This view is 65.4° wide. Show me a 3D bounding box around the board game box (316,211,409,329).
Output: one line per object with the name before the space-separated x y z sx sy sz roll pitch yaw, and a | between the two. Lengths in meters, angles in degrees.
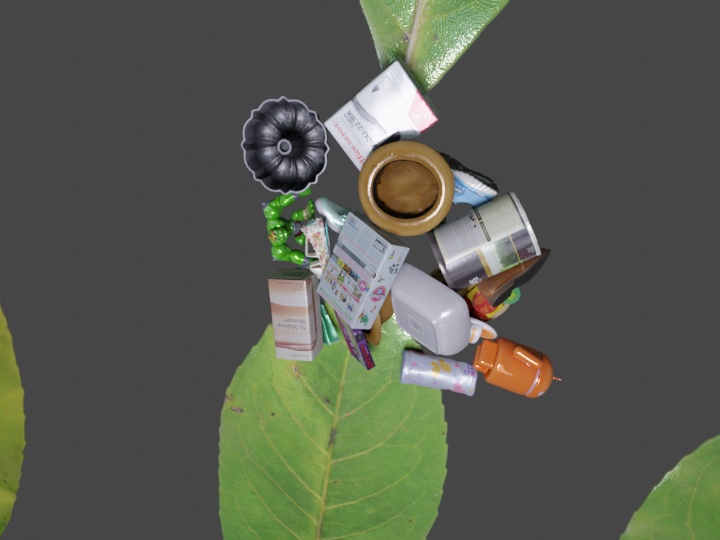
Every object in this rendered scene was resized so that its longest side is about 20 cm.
board game box | 0.000 0.000 1.201 0.147 0.064 0.202 42 115 40

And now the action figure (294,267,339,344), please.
action figure | -0.129 0.088 1.404 0.116 0.055 0.203 -12 105 17

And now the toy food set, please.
toy food set | 0.266 0.036 1.311 0.200 0.049 0.198 42 115 -9

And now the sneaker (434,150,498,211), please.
sneaker | 0.195 -0.184 1.207 0.198 0.079 0.091 28 120 -3

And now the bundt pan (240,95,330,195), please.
bundt pan | -0.153 -0.272 1.220 0.198 0.076 0.206 4 106 13

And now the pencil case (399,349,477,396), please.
pencil case | 0.194 0.258 1.405 0.196 0.084 0.091 9 151 6

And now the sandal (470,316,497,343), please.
sandal | 0.218 0.134 1.329 0.204 0.060 0.079 21 160 8

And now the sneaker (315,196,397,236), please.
sneaker | 0.000 -0.126 1.269 0.200 0.074 0.118 38 121 -18

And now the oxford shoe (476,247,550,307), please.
oxford shoe | 0.339 -0.003 1.235 0.071 0.198 0.072 46 156 29

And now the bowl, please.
bowl | 0.143 0.098 1.244 0.199 0.075 0.201 34 156 32

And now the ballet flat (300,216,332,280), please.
ballet flat | -0.091 -0.033 1.278 0.063 0.076 0.202 -11 124 0

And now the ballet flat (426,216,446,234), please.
ballet flat | 0.107 -0.153 1.245 0.200 0.068 0.062 44 125 -10

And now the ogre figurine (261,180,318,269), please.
ogre figurine | -0.160 -0.096 1.307 0.118 0.099 0.202 -10 129 -5

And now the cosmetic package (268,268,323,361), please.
cosmetic package | -0.153 0.104 1.341 0.102 0.087 0.204 0 108 16

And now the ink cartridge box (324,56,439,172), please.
ink cartridge box | 0.044 -0.317 1.168 0.199 0.084 0.145 -34 105 23

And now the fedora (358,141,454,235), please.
fedora | 0.097 -0.171 1.147 0.197 0.082 0.204 6 109 16

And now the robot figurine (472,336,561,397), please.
robot figurine | 0.373 0.232 1.343 0.197 0.117 0.146 20 117 0

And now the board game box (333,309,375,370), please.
board game box | -0.026 0.136 1.373 0.032 0.120 0.203 -24 111 -11

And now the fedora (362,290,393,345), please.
fedora | 0.025 0.079 1.331 0.081 0.200 0.203 -25 113 -19

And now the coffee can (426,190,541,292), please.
coffee can | 0.258 -0.059 1.185 0.198 0.147 0.148 -25 108 13
